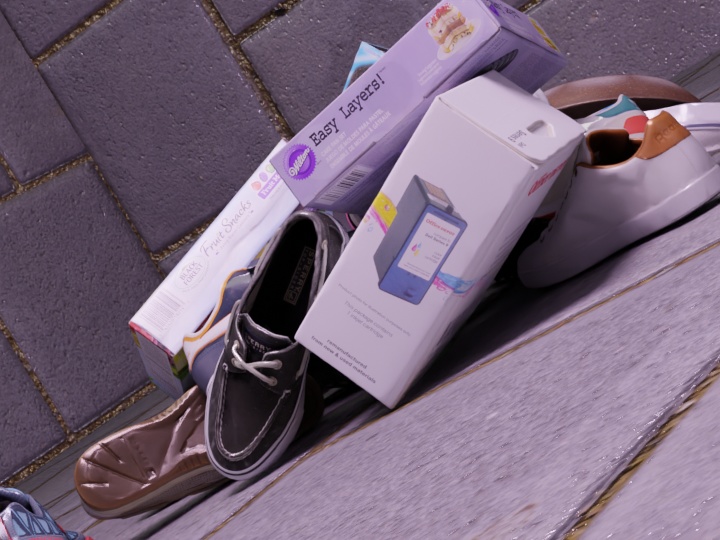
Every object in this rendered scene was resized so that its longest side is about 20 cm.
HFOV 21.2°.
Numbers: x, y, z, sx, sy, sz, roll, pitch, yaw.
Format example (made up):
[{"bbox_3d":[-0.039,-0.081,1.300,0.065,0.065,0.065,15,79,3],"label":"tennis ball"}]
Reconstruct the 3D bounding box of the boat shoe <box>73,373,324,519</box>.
[{"bbox_3d":[-0.122,0.134,1.465,0.199,0.072,0.065,-25,-21,-14],"label":"boat shoe"}]

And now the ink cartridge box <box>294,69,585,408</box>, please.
[{"bbox_3d":[0.057,-0.026,1.307,0.200,0.087,0.145,-58,-8,22],"label":"ink cartridge box"}]

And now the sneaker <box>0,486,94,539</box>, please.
[{"bbox_3d":[-0.242,0.195,1.409,0.079,0.096,0.200,-32,2,-11],"label":"sneaker"}]

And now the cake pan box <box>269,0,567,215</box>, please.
[{"bbox_3d":[0.045,-0.114,1.405,0.200,0.052,0.184,-42,-17,17],"label":"cake pan box"}]

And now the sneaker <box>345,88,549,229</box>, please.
[{"bbox_3d":[0.067,-0.094,1.617,0.199,0.074,0.087,-31,-2,13],"label":"sneaker"}]

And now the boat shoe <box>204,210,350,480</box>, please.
[{"bbox_3d":[-0.067,0.051,1.349,0.064,0.070,0.201,10,-81,-75],"label":"boat shoe"}]

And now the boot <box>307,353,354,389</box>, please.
[{"bbox_3d":[0.012,0.042,1.595,0.203,0.074,0.154,-28,1,40],"label":"boot"}]

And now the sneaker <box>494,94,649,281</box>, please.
[{"bbox_3d":[0.137,-0.066,1.461,0.199,0.094,0.070,-25,-37,13],"label":"sneaker"}]

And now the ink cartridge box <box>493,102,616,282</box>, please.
[{"bbox_3d":[0.161,-0.063,1.640,0.146,0.084,0.200,-33,2,-10],"label":"ink cartridge box"}]

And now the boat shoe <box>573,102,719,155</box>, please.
[{"bbox_3d":[0.228,-0.088,1.496,0.199,0.070,0.071,-6,-4,11],"label":"boat shoe"}]

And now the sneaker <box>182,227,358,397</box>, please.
[{"bbox_3d":[-0.049,0.016,1.430,0.200,0.079,0.078,-39,-35,-5],"label":"sneaker"}]

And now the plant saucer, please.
[{"bbox_3d":[0.226,-0.139,1.778,0.199,0.037,0.200,-3,-16,-1],"label":"plant saucer"}]

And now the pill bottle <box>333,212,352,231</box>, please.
[{"bbox_3d":[0.003,-0.038,1.786,0.116,0.200,0.116,-32,2,1],"label":"pill bottle"}]

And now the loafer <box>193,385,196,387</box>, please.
[{"bbox_3d":[-0.112,0.124,1.559,0.200,0.073,0.072,-29,-1,32],"label":"loafer"}]

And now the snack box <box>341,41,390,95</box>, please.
[{"bbox_3d":[0.051,-0.096,1.559,0.037,0.200,0.117,9,-72,-44],"label":"snack box"}]

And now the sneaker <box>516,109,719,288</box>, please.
[{"bbox_3d":[0.171,-0.055,1.368,0.073,0.085,0.200,-36,2,-42],"label":"sneaker"}]

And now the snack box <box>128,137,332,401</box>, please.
[{"bbox_3d":[-0.101,0.006,1.570,0.200,0.053,0.142,-51,-14,-17],"label":"snack box"}]
